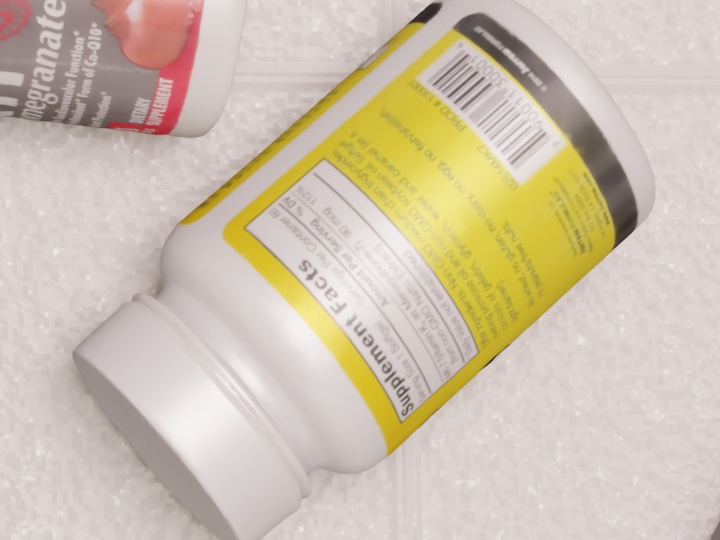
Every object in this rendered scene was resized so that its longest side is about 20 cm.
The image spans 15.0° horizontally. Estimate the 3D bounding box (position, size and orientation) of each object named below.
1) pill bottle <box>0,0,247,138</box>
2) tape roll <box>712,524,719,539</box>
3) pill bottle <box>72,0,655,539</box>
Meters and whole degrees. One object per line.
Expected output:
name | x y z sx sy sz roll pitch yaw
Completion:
pill bottle | -0.143 -0.112 0.966 0.199 0.111 0.112 6 85 -13
tape roll | 0.229 0.142 1.035 0.199 0.066 0.202 1 77 -6
pill bottle | 0.000 0.000 0.991 0.200 0.114 0.114 -41 96 -12
